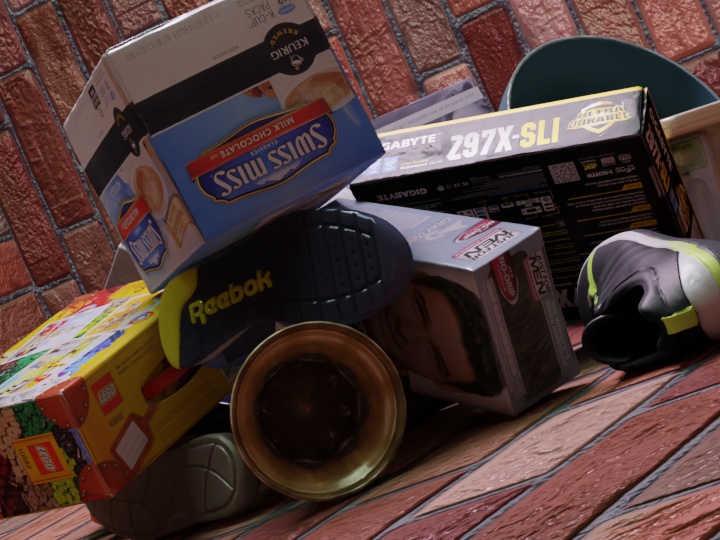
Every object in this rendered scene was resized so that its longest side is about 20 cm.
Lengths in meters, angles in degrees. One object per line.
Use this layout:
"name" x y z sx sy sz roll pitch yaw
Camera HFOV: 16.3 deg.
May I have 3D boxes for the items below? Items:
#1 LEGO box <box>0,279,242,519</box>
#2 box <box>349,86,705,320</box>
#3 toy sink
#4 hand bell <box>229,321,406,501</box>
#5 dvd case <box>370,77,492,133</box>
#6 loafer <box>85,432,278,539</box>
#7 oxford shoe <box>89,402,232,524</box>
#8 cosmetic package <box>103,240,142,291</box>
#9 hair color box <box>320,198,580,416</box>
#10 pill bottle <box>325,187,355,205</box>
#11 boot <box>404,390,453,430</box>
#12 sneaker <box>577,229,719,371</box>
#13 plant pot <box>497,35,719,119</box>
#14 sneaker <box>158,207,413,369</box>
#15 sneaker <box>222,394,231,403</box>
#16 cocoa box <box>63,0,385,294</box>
"LEGO box" -0.174 0.079 1.639 0.149 0.077 0.200 -14 17 36
"box" 0.111 -0.034 1.638 0.200 0.160 0.049 -10 46 20
"toy sink" 0.272 -0.065 1.693 0.200 0.112 0.130 -18 0 -25
"hand bell" -0.045 0.085 1.546 0.104 0.104 0.200 -24 3 -12
"dvd case" 0.082 -0.039 1.920 0.149 0.200 0.016 -26 -6 -39
"loafer" -0.111 0.139 1.649 0.063 0.072 0.200 -5 -3 -37
"oxford shoe" -0.120 0.127 1.747 0.200 0.073 0.071 -22 3 36
"cosmetic package" -0.157 0.073 1.849 0.200 0.090 0.107 -66 -8 16
"hair color box" 0.038 0.020 1.551 0.061 0.099 0.200 -31 24 -31
"pill bottle" -0.038 -0.025 1.941 0.112 0.113 0.200 -24 18 1
"boot" -0.006 0.087 1.670 0.132 0.070 0.200 -32 2 -35
"sneaker" 0.156 0.020 1.463 0.083 0.072 0.200 -26 3 -19
"plant pot" 0.178 -0.058 1.884 0.200 0.200 0.135 -26 -23 -38
"sneaker" -0.034 0.012 1.533 0.200 0.074 0.082 -18 -19 42
"sneaker" -0.057 0.073 1.851 0.078 0.089 0.200 10 13 19
"cocoa box" -0.090 -0.082 1.573 0.133 0.131 0.200 -27 -2 -17
